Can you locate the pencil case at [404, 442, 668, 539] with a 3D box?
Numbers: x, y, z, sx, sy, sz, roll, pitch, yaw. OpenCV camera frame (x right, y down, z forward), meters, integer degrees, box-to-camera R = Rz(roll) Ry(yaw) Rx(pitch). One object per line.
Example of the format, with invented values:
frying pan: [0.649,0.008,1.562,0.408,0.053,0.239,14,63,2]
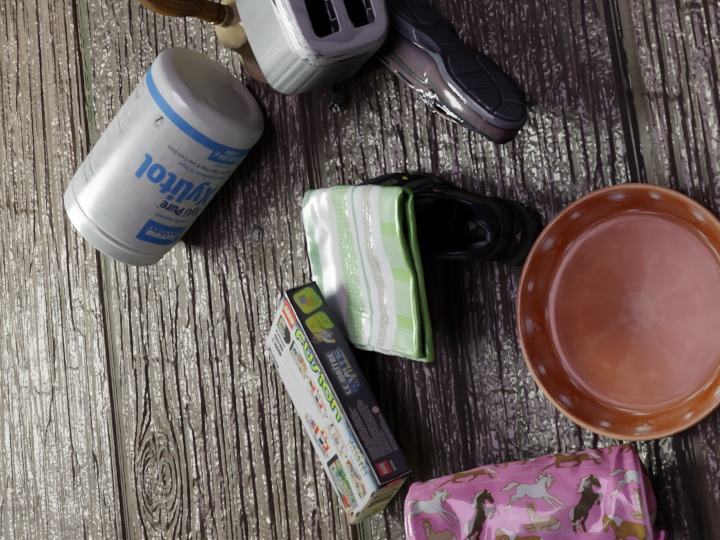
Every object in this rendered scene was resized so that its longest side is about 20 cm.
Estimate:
pencil case: [0.135,0.194,0.850,0.197,0.083,0.088,-14,108,11]

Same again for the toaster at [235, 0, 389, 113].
toaster: [-0.046,-0.248,0.987,0.129,0.112,0.203,172,81,-73]

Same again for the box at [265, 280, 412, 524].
box: [-0.025,0.123,1.006,0.202,0.034,0.110,62,153,21]

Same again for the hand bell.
hand bell: [-0.144,-0.251,1.043,0.103,0.199,0.106,-3,85,36]

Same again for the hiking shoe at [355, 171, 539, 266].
hiking shoe: [0.053,-0.051,0.948,0.198,0.100,0.077,9,91,36]

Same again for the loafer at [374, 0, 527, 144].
loafer: [0.076,-0.171,0.968,0.201,0.071,0.063,53,136,32]

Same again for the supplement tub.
supplement tub: [-0.204,-0.117,1.123,0.200,0.131,0.133,-48,62,25]

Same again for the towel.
towel: [0.000,0.000,0.955,0.199,0.030,0.151,6,107,66]

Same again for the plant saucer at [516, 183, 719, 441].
plant saucer: [0.219,0.033,0.865,0.198,0.032,0.204,-1,88,36]
